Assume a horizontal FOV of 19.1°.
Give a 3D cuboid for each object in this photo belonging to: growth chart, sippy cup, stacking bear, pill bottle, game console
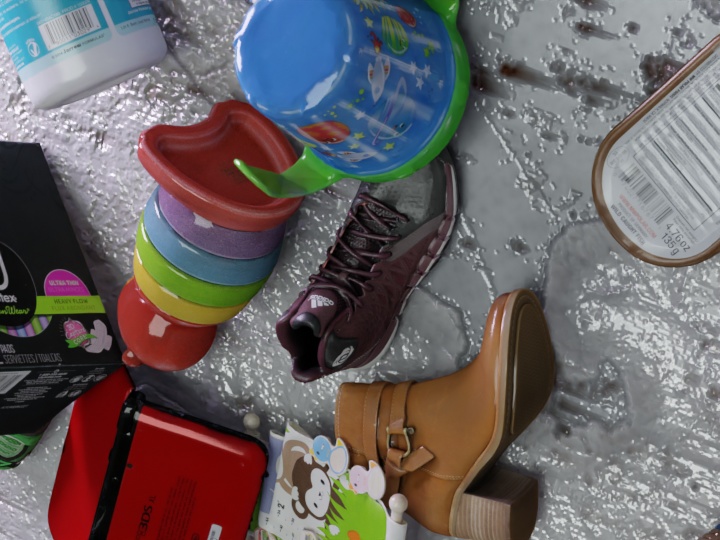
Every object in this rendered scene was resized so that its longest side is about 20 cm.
[{"bbox_3d":[-0.031,0.184,1.603,0.200,0.018,0.145,26,124,46],"label":"growth chart"},{"bbox_3d":[-0.014,-0.137,1.446,0.139,0.130,0.179,3,83,30],"label":"sippy cup"},{"bbox_3d":[-0.124,-0.008,1.593,0.114,0.121,0.200,44,131,20],"label":"stacking bear"},{"bbox_3d":[-0.228,-0.228,1.578,0.110,0.111,0.201,-21,94,33],"label":"pill bottle"},{"bbox_3d":[-0.165,0.172,1.699,0.172,0.119,0.201,18,116,2],"label":"game console"}]

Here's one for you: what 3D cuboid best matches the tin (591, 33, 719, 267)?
[{"bbox_3d":[0.236,-0.082,1.399,0.112,0.042,0.200,49,122,4],"label":"tin"}]

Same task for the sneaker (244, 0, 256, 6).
[{"bbox_3d":[-0.014,-0.257,1.474,0.200,0.078,0.089,-43,75,24],"label":"sneaker"}]

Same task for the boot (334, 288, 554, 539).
[{"bbox_3d":[0.054,0.096,1.540,0.154,0.074,0.201,15,109,30],"label":"boot"}]

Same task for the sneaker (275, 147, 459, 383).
[{"bbox_3d":[0.000,0.000,1.512,0.075,0.115,0.201,28,118,20],"label":"sneaker"}]

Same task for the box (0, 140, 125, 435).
[{"bbox_3d":[-0.300,0.013,1.645,0.124,0.148,0.201,-36,68,33],"label":"box"}]

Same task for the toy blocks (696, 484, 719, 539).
[{"bbox_3d":[0.287,0.206,1.434,0.136,0.100,0.201,9,110,40],"label":"toy blocks"}]

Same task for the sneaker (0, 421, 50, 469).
[{"bbox_3d":[-0.348,0.091,1.766,0.200,0.078,0.085,39,121,14],"label":"sneaker"}]
